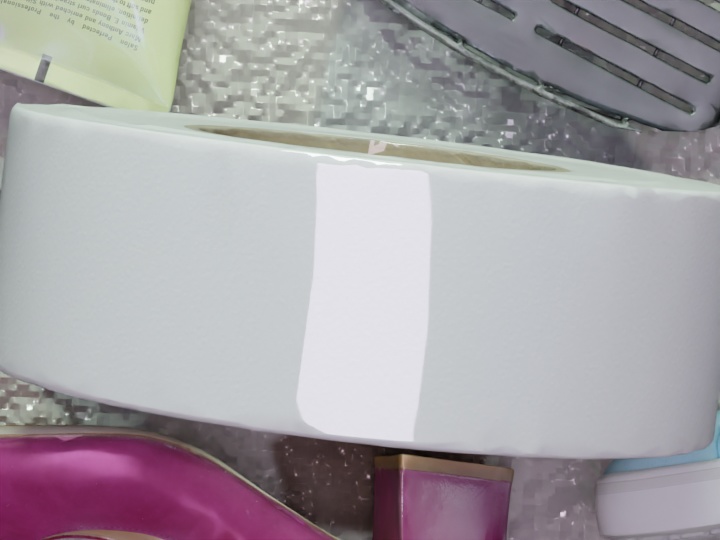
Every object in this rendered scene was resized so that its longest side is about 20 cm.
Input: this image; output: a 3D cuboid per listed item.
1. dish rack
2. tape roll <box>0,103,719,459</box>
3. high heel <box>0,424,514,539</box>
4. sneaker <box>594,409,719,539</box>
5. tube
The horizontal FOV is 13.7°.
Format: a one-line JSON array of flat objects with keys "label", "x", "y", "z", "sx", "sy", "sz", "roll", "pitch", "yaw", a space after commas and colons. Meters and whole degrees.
[{"label": "dish rack", "x": 0.086, "y": -0.146, "z": 0.874, "sx": 0.153, "sy": 0.055, "sz": 0.200, "roll": 27, "pitch": 93, "yaw": -3}, {"label": "tape roll", "x": 0.000, "y": 0.000, "z": 0.810, "sx": 0.202, "sy": 0.202, "sz": 0.071, "roll": 6, "pitch": 95, "yaw": -2}, {"label": "high heel", "x": -0.051, "y": 0.097, "z": 0.883, "sx": 0.199, "sy": 0.067, "sz": 0.096, "roll": 6, "pitch": 84, "yaw": -15}, {"label": "sneaker", "x": 0.158, "y": 0.024, "z": 0.888, "sx": 0.200, "sy": 0.074, "sz": 0.082, "roll": -16, "pitch": 80, "yaw": -5}, {"label": "tube", "x": -0.062, "y": -0.148, "z": 0.874, "sx": 0.058, "sy": 0.052, "sz": 0.200, "roll": 23, "pitch": 97, "yaw": 33}]
